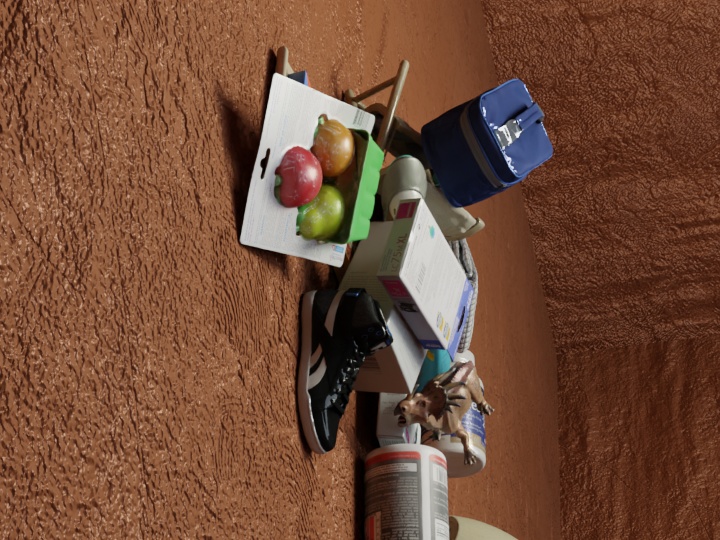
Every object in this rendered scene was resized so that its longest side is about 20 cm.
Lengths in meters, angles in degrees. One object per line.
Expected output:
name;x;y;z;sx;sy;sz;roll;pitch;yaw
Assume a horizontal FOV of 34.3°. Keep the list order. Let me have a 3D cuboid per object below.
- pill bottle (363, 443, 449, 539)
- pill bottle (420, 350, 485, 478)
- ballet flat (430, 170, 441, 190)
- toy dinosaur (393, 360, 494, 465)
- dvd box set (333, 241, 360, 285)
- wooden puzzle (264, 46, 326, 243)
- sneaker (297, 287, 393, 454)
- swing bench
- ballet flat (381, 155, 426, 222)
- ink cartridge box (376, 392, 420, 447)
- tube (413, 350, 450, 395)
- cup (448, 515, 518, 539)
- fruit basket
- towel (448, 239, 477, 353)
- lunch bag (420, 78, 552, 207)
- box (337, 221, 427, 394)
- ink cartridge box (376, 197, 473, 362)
pill bottle;0.061;0.343;1.546;0.116;0.114;0.203;57;29;-58
pill bottle;0.156;0.237;1.972;0.111;0.109;0.203;62;25;-53
ballet flat;0.127;-0.136;1.896;0.071;0.199;0.074;5;82;-40
toy dinosaur;0.127;0.169;1.604;0.201;0.084;0.137;-55;140;-47
dvd box set;0.000;0.000;1.659;0.147;0.029;0.202;-79;156;-52
wooden puzzle;-0.064;-0.150;1.462;0.201;0.045;0.188;64;23;-51
sneaker;-0.014;0.112;1.388;0.073;0.110;0.204;48;37;-63
swing bench;0.077;-0.164;1.739;0.198;0.128;0.203;34;46;-40
ballet flat;0.061;-0.072;1.628;0.202;0.066;0.064;99;-23;-50
ink cartridge box;0.059;0.194;1.687;0.201;0.043;0.176;74;19;-60
tube;0.110;0.128;1.674;0.202;0.049;0.078;96;9;-47
cup;0.153;0.456;1.761;0.143;0.199;0.201;46;28;-18
fruit basket;-0.061;-0.108;1.325;0.198;0.093;0.189;12;90;-50
towel;0.133;0.014;1.921;0.202;0.084;0.167;-102;-171;-48
lunch bag;0.195;-0.189;1.685;0.200;0.131;0.138;-36;102;-54
box;0.039;0.047;1.561;0.202;0.096;0.125;-65;144;-40
ink cartridge box;0.087;0.016;1.506;0.201;0.041;0.121;53;45;-44
